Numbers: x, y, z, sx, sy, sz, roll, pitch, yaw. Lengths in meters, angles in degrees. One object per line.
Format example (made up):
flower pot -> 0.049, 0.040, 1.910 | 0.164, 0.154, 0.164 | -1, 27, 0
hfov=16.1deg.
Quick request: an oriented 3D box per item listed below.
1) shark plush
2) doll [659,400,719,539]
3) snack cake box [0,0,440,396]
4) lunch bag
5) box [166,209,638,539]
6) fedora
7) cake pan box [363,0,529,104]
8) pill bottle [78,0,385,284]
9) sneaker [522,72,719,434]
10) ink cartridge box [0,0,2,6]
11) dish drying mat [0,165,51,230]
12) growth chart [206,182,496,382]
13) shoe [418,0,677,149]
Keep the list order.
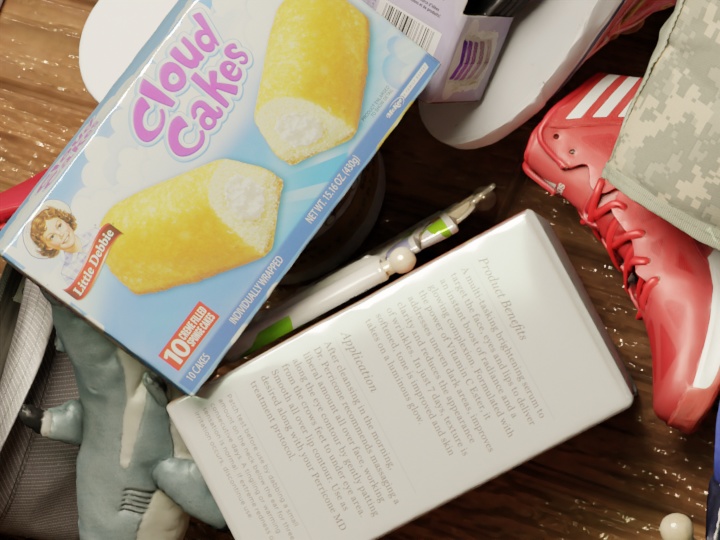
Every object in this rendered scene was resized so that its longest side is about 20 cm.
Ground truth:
shark plush -> -0.129, 0.070, 1.267 | 0.083, 0.200, 0.091 | -22, 34, -4
doll -> 0.205, 0.120, 1.225 | 0.136, 0.048, 0.200 | 10, 87, -20
snack cake box -> -0.070, -0.055, 1.214 | 0.115, 0.067, 0.200 | 38, 85, -13
lunch bag -> 0.232, -0.077, 1.206 | 0.200, 0.118, 0.164 | 28, 111, 9
box -> 0.026, 0.063, 1.266 | 0.200, 0.152, 0.106 | -28, 86, 5
fedora -> -0.165, 0.076, 1.365 | 0.090, 0.177, 0.200 | 19, 89, -14
cake pan box -> 0.016, -0.205, 1.291 | 0.200, 0.052, 0.184 | 34, 115, 32
pill bottle -> -0.068, -0.079, 1.353 | 0.114, 0.200, 0.114 | -8, 66, 17
sneaker -> 0.133, -0.014, 1.300 | 0.115, 0.078, 0.200 | 12, 55, -6
ink cartridge box -> -0.313, -0.222, 1.575 | 0.200, 0.086, 0.147 | 8, 69, 25
dish drying mat -> -0.166, -0.043, 1.393 | 0.077, 0.200, 0.018 | -17, 98, 16
growth chart -> 0.000, 0.000, 1.314 | 0.145, 0.200, 0.018 | -28, 92, 17
shoe -> 0.120, -0.137, 1.317 | 0.200, 0.091, 0.071 | -51, 59, 20
